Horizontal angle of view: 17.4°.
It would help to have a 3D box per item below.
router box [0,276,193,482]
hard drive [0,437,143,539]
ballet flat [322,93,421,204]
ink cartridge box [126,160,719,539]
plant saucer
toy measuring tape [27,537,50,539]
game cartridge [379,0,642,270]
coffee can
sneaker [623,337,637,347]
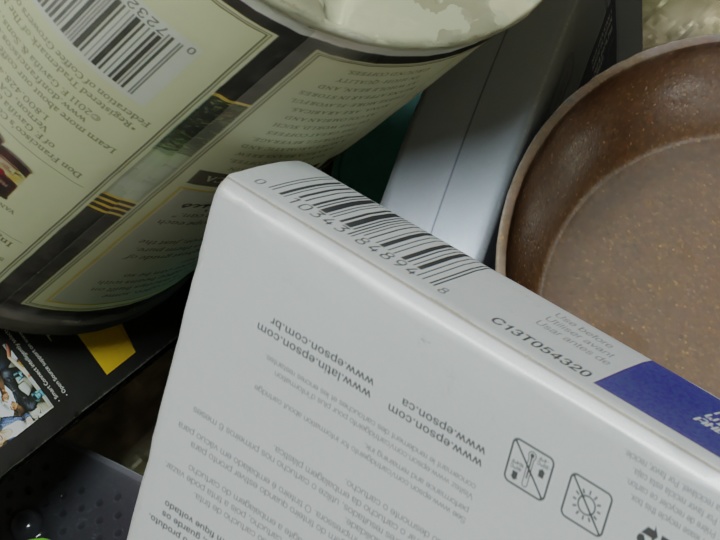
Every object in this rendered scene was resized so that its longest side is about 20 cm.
[{"bbox_3d":[-0.140,-0.038,0.748,0.157,0.200,0.052,-39,3,-38],"label":"router box"},{"bbox_3d":[-0.068,0.141,0.707,0.200,0.042,0.135,27,72,39],"label":"hard drive"},{"bbox_3d":[0.000,0.000,0.761,0.070,0.065,0.200,24,69,17],"label":"ballet flat"},{"bbox_3d":[0.023,0.103,0.589,0.196,0.200,0.043,31,30,29],"label":"ink cartridge box"},{"bbox_3d":[0.128,0.024,0.641,0.200,0.035,0.201,8,55,-11],"label":"plant saucer"},{"bbox_3d":[-0.152,0.123,0.646,0.200,0.074,0.074,-9,38,-33],"label":"toy measuring tape"},{"bbox_3d":[0.042,-0.020,0.702,0.041,0.133,0.200,16,61,12],"label":"game cartridge"},{"bbox_3d":[-0.053,-0.084,0.651,0.200,0.146,0.147,-34,36,50],"label":"coffee can"},{"bbox_3d":[0.063,0.093,0.655,0.080,0.074,0.200,-20,50,16],"label":"sneaker"}]
